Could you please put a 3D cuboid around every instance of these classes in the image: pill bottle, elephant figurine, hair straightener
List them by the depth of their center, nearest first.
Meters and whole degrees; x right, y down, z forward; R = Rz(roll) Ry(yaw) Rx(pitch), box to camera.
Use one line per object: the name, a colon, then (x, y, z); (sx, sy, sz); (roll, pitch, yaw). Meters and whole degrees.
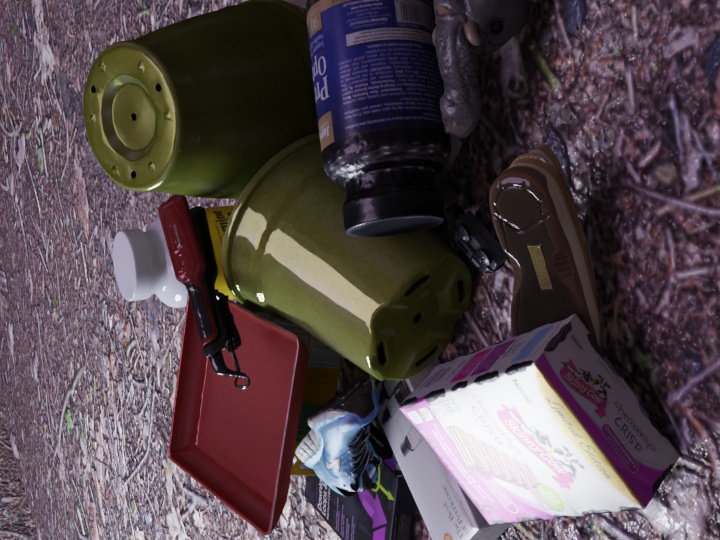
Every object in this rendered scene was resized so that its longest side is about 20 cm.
elephant figurine: (0.092, -0.241, 0.790); (0.201, 0.153, 0.143); (57, -162, -29)
pill bottle: (0.017, -0.136, 0.844); (0.111, 0.110, 0.204); (-20, 75, 59)
hair straightener: (-0.138, 0.024, 0.972); (0.041, 0.077, 0.203); (-30, 66, 14)
pill bottle: (-0.189, -0.017, 1.210); (0.111, 0.197, 0.114); (21, 115, 55)

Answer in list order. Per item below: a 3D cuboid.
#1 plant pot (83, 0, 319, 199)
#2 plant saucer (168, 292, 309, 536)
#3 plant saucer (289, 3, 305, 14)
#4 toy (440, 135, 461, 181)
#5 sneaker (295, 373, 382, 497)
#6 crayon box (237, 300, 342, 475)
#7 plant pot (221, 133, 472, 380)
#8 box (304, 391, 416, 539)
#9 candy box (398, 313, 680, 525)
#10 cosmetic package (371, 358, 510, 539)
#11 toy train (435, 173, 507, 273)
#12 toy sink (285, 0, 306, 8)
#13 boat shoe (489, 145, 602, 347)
plant pot: (-0.151, -0.152, 0.957); (0.198, 0.192, 0.205); (10, 108, 35)
plant saucer: (-0.122, 0.133, 1.028); (0.198, 0.036, 0.204); (22, 108, 46)
plant saucer: (-0.060, -0.270, 1.094); (0.199, 0.036, 0.205); (0, 90, 54)
toy: (0.034, -0.167, 0.960); (0.201, 0.047, 0.116); (52, 153, 17)
sneaker: (-0.005, 0.175, 1.030); (0.090, 0.078, 0.201); (49, 156, 15)
crayon box: (-0.089, 0.122, 1.127); (0.051, 0.124, 0.204); (16, 95, 55)
plant pot: (0.000, 0.000, 0.954); (0.184, 0.198, 0.203); (38, 129, 36)
box: (-0.004, 0.242, 1.142); (0.199, 0.035, 0.146); (35, 125, 55)
candy box: (0.133, 0.126, 0.801); (0.137, 0.061, 0.199); (52, 148, -4)
cosmetic package: (0.072, 0.173, 0.980); (0.202, 0.050, 0.083); (64, 147, 30)
toy train: (0.063, -0.077, 0.910); (0.201, 0.034, 0.046); (52, 162, 16)
toy sink: (-0.014, -0.336, 0.919); (0.199, 0.110, 0.133); (-9, 71, 60)
boat shoe: (0.156, 0.001, 0.783); (0.071, 0.076, 0.203); (5, 123, 32)
